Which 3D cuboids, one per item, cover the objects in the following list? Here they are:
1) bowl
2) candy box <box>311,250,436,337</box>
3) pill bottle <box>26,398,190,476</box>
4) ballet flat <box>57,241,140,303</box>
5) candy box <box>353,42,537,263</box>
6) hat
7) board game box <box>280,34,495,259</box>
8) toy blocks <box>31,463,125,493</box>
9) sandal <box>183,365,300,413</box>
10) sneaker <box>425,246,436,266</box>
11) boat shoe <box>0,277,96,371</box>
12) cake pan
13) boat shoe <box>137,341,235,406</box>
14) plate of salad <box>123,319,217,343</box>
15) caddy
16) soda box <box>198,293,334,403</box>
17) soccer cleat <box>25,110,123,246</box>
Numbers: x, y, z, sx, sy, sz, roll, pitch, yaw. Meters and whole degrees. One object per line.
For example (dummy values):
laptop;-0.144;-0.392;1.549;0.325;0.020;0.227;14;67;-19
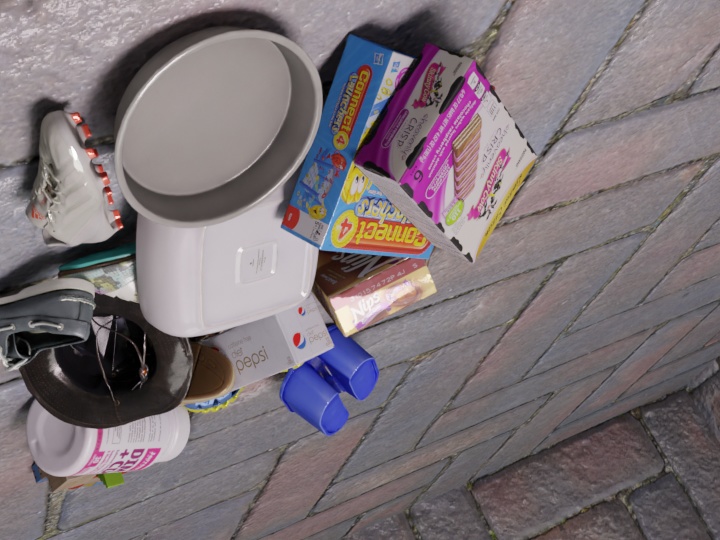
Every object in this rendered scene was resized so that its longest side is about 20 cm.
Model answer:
bowl;-0.120;-0.024;1.151;0.199;0.075;0.201;-15;128;-32
candy box;0.000;0.000;1.335;0.116;0.057;0.200;-26;-160;-6
pill bottle;-0.317;0.201;1.473;0.113;0.114;0.200;-38;158;22
ballet flat;-0.206;-0.009;1.181;0.199;0.072;0.069;-25;-163;-17
candy box;0.089;-0.108;1.122;0.137;0.061;0.200;-59;148;-5
hat;-0.277;0.077;1.271;0.199;0.081;0.202;1;120;2
board game box;0.032;-0.115;1.146;0.200;0.056;0.197;3;111;-55
toy blocks;-0.367;0.264;1.611;0.199;0.100;0.137;-12;165;-35
sandal;-0.161;0.119;1.549;0.199;0.080;0.087;-30;157;-20
sneaker;0.083;-0.072;1.441;0.070;0.076;0.200;26;114;-14
boat shoe;-0.349;0.065;1.146;0.199;0.062;0.073;-19;157;20
cake pan;-0.126;-0.127;0.999;0.199;0.037;0.201;-24;141;-21
boat shoe;-0.224;0.125;1.336;0.199;0.072;0.065;0;156;26
plate of salad;-0.222;0.070;1.386;0.199;0.048;0.200;-25;158;-11
caddy;-0.054;0.161;1.736;0.141;0.105;0.200;-48;162;-12
soda box;-0.123;0.092;1.321;0.064;0.068;0.200;-22;178;-45
soccer cleat;-0.257;-0.069;1.002;0.077;0.070;0.200;-21;161;-12
